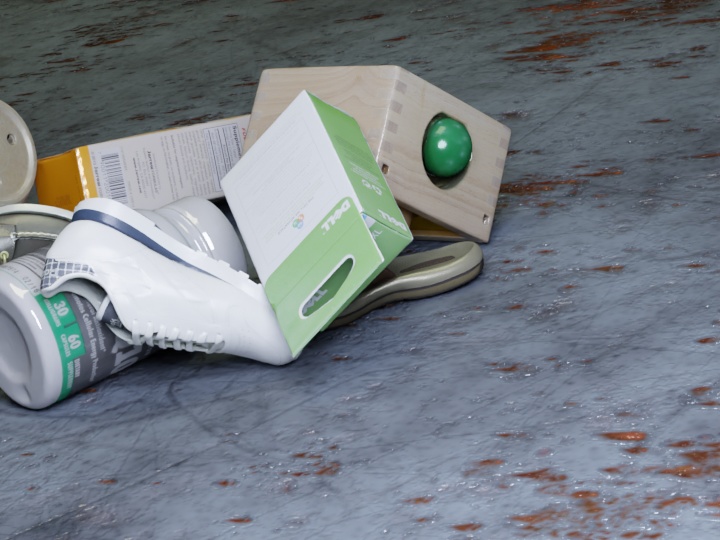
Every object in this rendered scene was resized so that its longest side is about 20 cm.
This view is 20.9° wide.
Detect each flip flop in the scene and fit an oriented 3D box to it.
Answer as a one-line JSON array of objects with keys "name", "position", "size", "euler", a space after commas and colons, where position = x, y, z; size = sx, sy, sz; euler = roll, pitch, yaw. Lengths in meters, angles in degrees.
[{"name": "flip flop", "position": [0.000, 0.000, 1.530], "size": [0.199, 0.058, 0.081], "euler": [-15, 20, -9]}]

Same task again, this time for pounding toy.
[{"name": "pounding toy", "position": [0.014, -0.078, 1.590], "size": [0.199, 0.143, 0.184], "euler": [4, -13, 43]}]

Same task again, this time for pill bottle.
[{"name": "pill bottle", "position": [-0.193, 0.019, 1.519], "size": [0.200, 0.114, 0.113], "euler": [-27, 23, -35]}]

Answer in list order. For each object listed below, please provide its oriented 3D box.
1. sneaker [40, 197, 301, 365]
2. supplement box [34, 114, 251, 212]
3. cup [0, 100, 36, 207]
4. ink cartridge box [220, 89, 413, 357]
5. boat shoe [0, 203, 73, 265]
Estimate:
[{"name": "sneaker", "position": [-0.138, 0.028, 1.437], "size": [0.081, 0.199, 0.076], "euler": [-66, 7, -30]}, {"name": "supplement box", "position": [-0.190, -0.092, 1.829], "size": [0.199, 0.074, 0.126], "euler": [-13, 3, -29]}, {"name": "cup", "position": [-0.384, -0.094, 1.805], "size": [0.143, 0.201, 0.200], "euler": [-13, 14, 38]}, {"name": "ink cartridge box", "position": [-0.027, -0.029, 1.436], "size": [0.104, 0.059, 0.200], "euler": [-45, 42, 20]}, {"name": "boat shoe", "position": [-0.324, -0.014, 1.671], "size": [0.201, 0.072, 0.060], "euler": [-1, 48, 4]}]
